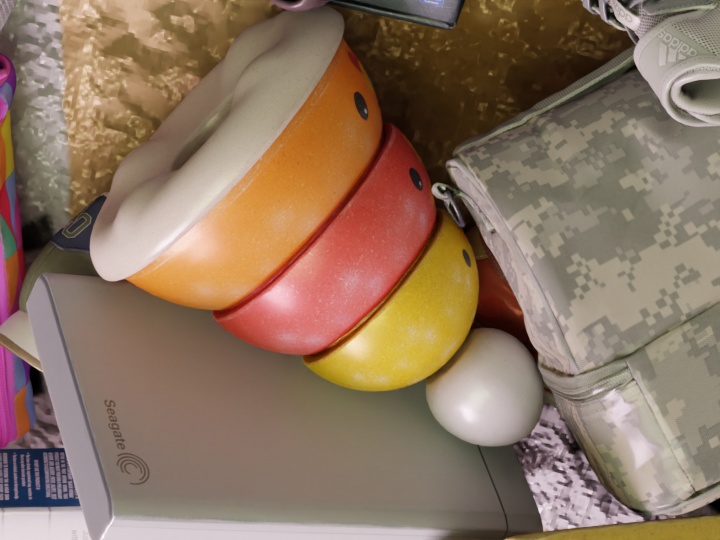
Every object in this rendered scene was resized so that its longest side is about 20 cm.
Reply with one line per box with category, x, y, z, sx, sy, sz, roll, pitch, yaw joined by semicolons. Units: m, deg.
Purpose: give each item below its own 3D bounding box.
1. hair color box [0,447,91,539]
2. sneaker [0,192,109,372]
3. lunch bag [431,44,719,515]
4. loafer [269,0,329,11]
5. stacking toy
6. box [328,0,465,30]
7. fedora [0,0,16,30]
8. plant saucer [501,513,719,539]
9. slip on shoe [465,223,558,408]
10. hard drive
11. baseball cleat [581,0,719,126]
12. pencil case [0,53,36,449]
hair color box;-0.172;0.135;1.299;0.200;0.061;0.100;0;114;-8
sneaker;-0.059;0.035;1.309;0.200;0.067;0.090;28;87;-25
lunch bag;0.150;-0.020;1.183;0.200;0.139;0.168;-29;95;-1
loafer;-0.076;-0.180;1.144;0.200;0.063;0.072;42;119;-10
stacking toy;0.000;0.000;1.227;0.200;0.146;0.146;42;117;-14
box;-0.016;-0.209;1.181;0.158;0.051;0.200;15;120;4
fedora;-0.196;-0.153;1.208;0.177;0.090;0.200;40;118;13
plant saucer;0.119;0.138;1.233;0.200;0.200;0.049;-3;79;-22
slip on shoe;0.125;0.035;1.278;0.200;0.074;0.061;25;116;2
hard drive;-0.031;0.062;1.234;0.200;0.132;0.027;4;135;-28
baseball cleat;0.102;-0.116;1.112;0.200;0.107;0.070;14;148;13
pencil case;-0.188;-0.007;1.301;0.088;0.088;0.200;5;121;8
